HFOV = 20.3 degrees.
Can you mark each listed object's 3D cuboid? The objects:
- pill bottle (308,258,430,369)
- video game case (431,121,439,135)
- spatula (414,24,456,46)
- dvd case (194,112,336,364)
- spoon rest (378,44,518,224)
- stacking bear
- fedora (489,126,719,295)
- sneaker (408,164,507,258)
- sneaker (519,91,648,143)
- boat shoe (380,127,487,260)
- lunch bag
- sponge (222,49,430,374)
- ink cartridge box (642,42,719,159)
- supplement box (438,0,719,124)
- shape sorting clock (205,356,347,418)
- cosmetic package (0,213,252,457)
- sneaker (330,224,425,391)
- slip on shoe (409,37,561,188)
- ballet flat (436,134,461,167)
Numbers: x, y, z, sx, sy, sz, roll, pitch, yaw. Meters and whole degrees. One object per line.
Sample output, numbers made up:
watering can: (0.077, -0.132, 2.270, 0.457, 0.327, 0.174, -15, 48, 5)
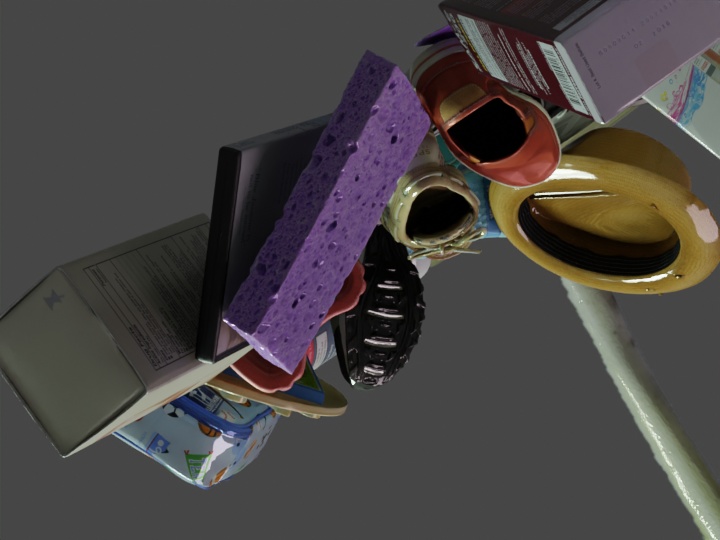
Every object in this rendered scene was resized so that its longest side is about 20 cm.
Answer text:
pill bottle: (-0.033, 0.012, 1.797, 0.200, 0.120, 0.120, -32, 174, -37)
video game case: (0.139, -0.186, 1.593, 0.200, 0.036, 0.181, -32, 174, -43)
spatula: (0.116, -0.196, 1.421, 0.200, 0.021, 0.056, -35, -173, -41)
dvd case: (-0.053, -0.027, 1.360, 0.200, 0.017, 0.144, -27, 127, -64)
spoon rest: (0.051, -0.119, 1.495, 0.099, 0.061, 0.200, 8, 136, -45)
stacking bear: (-0.080, 0.014, 1.563, 0.122, 0.114, 0.200, -52, -173, -4)
fedora: (0.207, -0.060, 1.654, 0.201, 0.200, 0.082, -43, -160, 57)
sneaker: (0.075, -0.072, 1.741, 0.199, 0.080, 0.130, -12, -159, -32)
sneaker: (0.186, -0.150, 1.599, 0.200, 0.076, 0.115, -35, 179, 25)
boat shoe: (0.049, -0.046, 1.483, 0.073, 0.063, 0.200, -30, 155, 5)
lunch bag: (-0.154, 0.103, 1.663, 0.076, 0.160, 0.200, -57, 172, 8)
sponge: (-0.020, -0.035, 1.320, 0.201, 0.030, 0.112, -61, 162, -6)
ink cartridge box: (0.272, -0.180, 1.433, 0.145, 0.200, 0.145, -56, 166, 27)
supplement box: (0.137, -0.158, 1.234, 0.109, 0.061, 0.200, -35, -158, -7)
shape sorting clock: (-0.105, 0.077, 1.587, 0.200, 0.199, 0.039, -18, 130, -75)
cosmetic package: (-0.150, 0.039, 1.348, 0.087, 0.104, 0.200, -38, 174, 25)
sneaker: (0.000, 0.000, 1.596, 0.074, 0.201, 0.079, 11, 157, -33)
slip on shoe: (0.096, -0.098, 1.440, 0.074, 0.061, 0.200, -33, 151, 11)
ballet flat: (0.088, -0.131, 1.702, 0.070, 0.068, 0.200, -7, -163, 43)
